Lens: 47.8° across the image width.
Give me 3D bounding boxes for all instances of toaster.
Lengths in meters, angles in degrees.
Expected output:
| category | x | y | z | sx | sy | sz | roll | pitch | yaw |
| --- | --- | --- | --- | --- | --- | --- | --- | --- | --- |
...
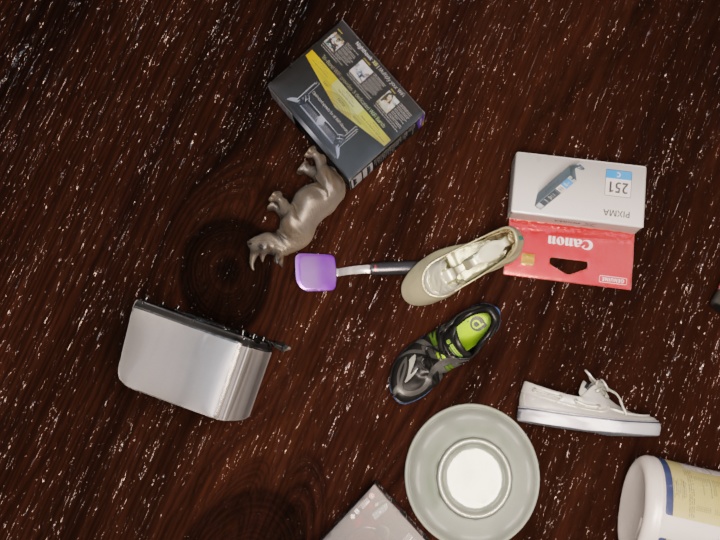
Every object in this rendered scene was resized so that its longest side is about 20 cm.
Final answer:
| category | x | y | z | sx | sy | sz | roll | pitch | yaw |
| --- | --- | --- | --- | --- | --- | --- | --- | --- | --- |
| toaster | -0.218 | 0.125 | 1.130 | 0.195 | 0.181 | 0.122 | 18 | 85 | 6 |

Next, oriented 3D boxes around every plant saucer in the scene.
| category | x | y | z | sx | sy | sz | roll | pitch | yaw |
| --- | --- | --- | --- | --- | --- | --- | --- | --- | --- |
| plant saucer | 0.160 | 0.292 | 1.150 | 0.194 | 0.050 | 0.206 | 0 | 80 | 2 |

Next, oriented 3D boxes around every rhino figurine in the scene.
| category | x | y | z | sx | sy | sz | roll | pitch | yaw |
| --- | --- | --- | --- | --- | --- | --- | --- | --- | --- |
| rhino figurine | -0.100 | -0.080 | 1.216 | 0.087 | 0.060 | 0.201 | 38 | 87 | 3 |

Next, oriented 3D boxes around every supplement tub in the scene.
| category | x | y | z | sx | sy | sz | roll | pitch | yaw |
| --- | --- | --- | --- | --- | --- | --- | --- | --- | --- |
| supplement tub | 0.458 | 0.339 | 1.081 | 0.195 | 0.145 | 0.148 | 12 | 81 | 4 |

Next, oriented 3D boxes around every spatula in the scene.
| category | x | y | z | sx | sy | sz | roll | pitch | yaw |
| --- | --- | --- | --- | --- | --- | --- | --- | --- | --- |
| spatula | 0.000 | 0.000 | 1.218 | 0.194 | 0.021 | 0.058 | -2 | 80 | 2 |

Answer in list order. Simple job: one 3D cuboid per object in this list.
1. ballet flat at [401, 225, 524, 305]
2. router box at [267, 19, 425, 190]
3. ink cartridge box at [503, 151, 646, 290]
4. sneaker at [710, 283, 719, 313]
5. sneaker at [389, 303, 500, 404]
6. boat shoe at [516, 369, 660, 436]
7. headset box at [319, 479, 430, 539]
| category | x | y | z | sx | sy | sz | roll | pitch | yaw |
| --- | --- | --- | --- | --- | --- | --- | --- | --- | --- |
| ballet flat | 0.146 | -0.007 | 1.175 | 0.197 | 0.069 | 0.071 | -29 | 80 | 7 |
| router box | -0.021 | -0.254 | 1.243 | 0.157 | 0.052 | 0.201 | -40 | 81 | -4 |
| ink cartridge box | 0.317 | -0.074 | 1.204 | 0.194 | 0.045 | 0.181 | 6 | 80 | 4 |
| sneaker | 0.613 | 0.055 | 1.158 | 0.199 | 0.067 | 0.109 | 33 | 86 | 10 |
| sneaker | 0.119 | 0.112 | 1.163 | 0.198 | 0.083 | 0.071 | -37 | 81 | -3 |
| boat shoe | 0.325 | 0.185 | 1.153 | 0.196 | 0.075 | 0.088 | 6 | 78 | 13 |
| headset box | 0.038 | 0.419 | 1.122 | 0.148 | 0.075 | 0.200 | -43 | 82 | -5 |
